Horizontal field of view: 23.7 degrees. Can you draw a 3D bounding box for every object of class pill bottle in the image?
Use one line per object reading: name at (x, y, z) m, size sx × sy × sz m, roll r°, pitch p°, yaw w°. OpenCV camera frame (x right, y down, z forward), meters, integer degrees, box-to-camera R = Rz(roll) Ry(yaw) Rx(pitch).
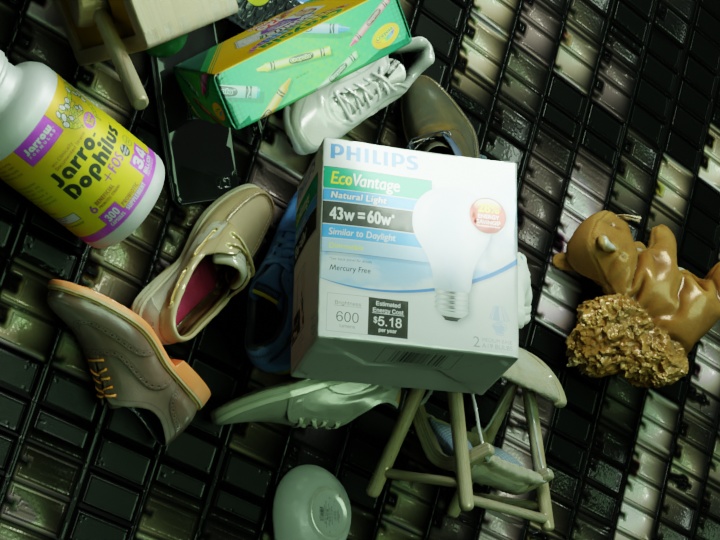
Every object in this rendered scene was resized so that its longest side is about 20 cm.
pill bottle at (-0.276, -0.114, 1.518) m, size 0.200 × 0.104 × 0.105 m, roll 39°, pitch 63°, yaw -31°

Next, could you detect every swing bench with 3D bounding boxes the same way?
swing bench at (0.118, 0.153, 1.773) m, size 0.199 × 0.129 × 0.202 m, roll 24°, pitch 73°, yaw -56°

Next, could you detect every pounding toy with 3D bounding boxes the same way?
pounding toy at (-0.212, -0.253, 1.527) m, size 0.142 × 0.184 × 0.201 m, roll -27°, pitch 104°, yaw -29°

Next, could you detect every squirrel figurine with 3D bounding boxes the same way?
squirrel figurine at (0.311, 0.031, 1.987) m, size 0.186 × 0.141 × 0.201 m, roll 36°, pitch 62°, yaw -25°

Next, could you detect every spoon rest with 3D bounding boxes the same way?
spoon rest at (-0.050, 0.294, 1.716) m, size 0.099 × 0.060 × 0.201 m, roll 19°, pitch 61°, yaw -39°

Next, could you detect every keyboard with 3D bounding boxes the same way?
keyboard at (-0.147, -0.168, 1.687) m, size 0.126 × 0.021 × 0.202 m, roll -9°, pitch 93°, yaw -35°

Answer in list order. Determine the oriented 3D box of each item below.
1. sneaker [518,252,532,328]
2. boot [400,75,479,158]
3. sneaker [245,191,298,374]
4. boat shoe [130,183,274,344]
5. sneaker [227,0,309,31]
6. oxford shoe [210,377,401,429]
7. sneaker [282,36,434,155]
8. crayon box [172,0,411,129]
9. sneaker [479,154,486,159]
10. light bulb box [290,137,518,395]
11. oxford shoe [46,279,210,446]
sneaker at (0.149, 0.014, 1.837) m, size 0.200 × 0.075 × 0.089 m, roll -12°, pitch 112°, yaw -79°
boot at (0.085, -0.135, 1.793) m, size 0.097 × 0.074 × 0.201 m, roll 58°, pitch 11°, yaw -67°
sneaker at (-0.068, 0.001, 1.690) m, size 0.078 × 0.066 × 0.201 m, roll 44°, pitch 58°, yaw -61°
boat shoe at (-0.136, -0.002, 1.643) m, size 0.200 × 0.069 × 0.074 m, roll -54°, pitch 130°, yaw -26°
sneaker at (-0.088, -0.263, 1.722) m, size 0.199 × 0.078 × 0.066 m, roll 26°, pitch 94°, yaw -29°
oxford shoe at (-0.047, 0.130, 1.675) m, size 0.199 × 0.075 × 0.058 m, roll -12°, pitch 92°, yaw -14°
sneaker at (-0.002, -0.189, 1.773) m, size 0.200 × 0.081 × 0.075 m, roll -42°, pitch 114°, yaw -33°
crayon box at (-0.065, -0.206, 1.633) m, size 0.199 × 0.119 × 0.059 m, roll -28°, pitch 111°, yaw -18°
sneaker at (0.098, -0.030, 1.861) m, size 0.086 × 0.077 × 0.201 m, roll 39°, pitch 68°, yaw -46°
light bulb box at (0.041, -0.002, 1.620) m, size 0.197 × 0.125 × 0.201 m, roll 6°, pitch 68°, yaw -13°
oxford shoe at (-0.221, 0.085, 1.572) m, size 0.200 × 0.071 × 0.073 m, roll 45°, pitch 65°, yaw -29°
